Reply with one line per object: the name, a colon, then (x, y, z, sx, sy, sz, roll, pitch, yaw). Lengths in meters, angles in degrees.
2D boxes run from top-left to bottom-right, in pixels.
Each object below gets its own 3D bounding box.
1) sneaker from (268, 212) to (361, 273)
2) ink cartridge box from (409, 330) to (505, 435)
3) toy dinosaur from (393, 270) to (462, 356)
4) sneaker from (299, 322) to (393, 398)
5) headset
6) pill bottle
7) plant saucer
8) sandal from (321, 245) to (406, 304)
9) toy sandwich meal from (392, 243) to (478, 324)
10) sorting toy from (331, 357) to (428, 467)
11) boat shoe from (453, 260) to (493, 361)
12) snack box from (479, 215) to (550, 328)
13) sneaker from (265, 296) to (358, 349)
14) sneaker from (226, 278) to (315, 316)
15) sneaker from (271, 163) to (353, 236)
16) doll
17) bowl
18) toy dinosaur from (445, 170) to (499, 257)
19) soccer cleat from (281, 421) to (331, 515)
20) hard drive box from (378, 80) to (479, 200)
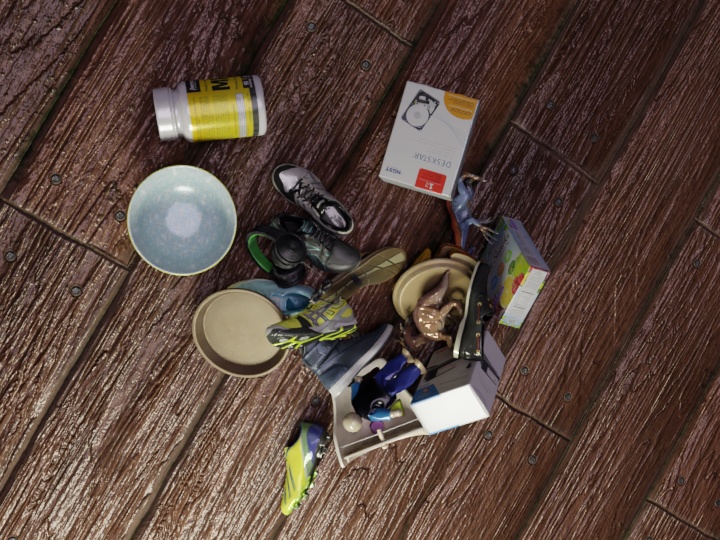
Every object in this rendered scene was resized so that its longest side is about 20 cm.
sneaker: (-0.091, -0.056, 1.388, 0.198, 0.079, 0.076, 22, 67, -2)
ink cartridge box: (0.203, 0.226, 1.434, 0.144, 0.200, 0.085, -26, 105, 30)
toy dinosaur: (0.137, 0.098, 1.433, 0.134, 0.086, 0.202, 7, 119, 7)
sneaker: (-0.035, 0.142, 1.448, 0.146, 0.077, 0.202, 44, 60, 7)
headset: (-0.145, -0.008, 1.355, 0.199, 0.124, 0.094, 27, 53, 17)
pill bottle: (-0.283, -0.302, 1.320, 0.198, 0.114, 0.116, -9, 98, -14)
plant saucer: (-0.234, 0.121, 1.384, 0.198, 0.030, 0.202, 2, 115, 4)
sandal: (0.000, 0.000, 1.454, 0.199, 0.054, 0.081, -29, 135, 3)
toy sandwich meal: (0.161, 0.032, 1.480, 0.203, 0.071, 0.207, -3, 128, -4)
sorting toy: (0.023, 0.287, 1.473, 0.198, 0.107, 0.182, -19, 86, -6)
boat shoe: (0.235, 0.081, 1.391, 0.062, 0.074, 0.203, 8, 74, 18)
snack box: (0.306, 0.000, 1.435, 0.052, 0.201, 0.143, 14, 120, -16)
sneaker: (-0.100, 0.100, 1.358, 0.199, 0.075, 0.077, -6, 67, -39)
sneaker: (-0.175, 0.055, 1.401, 0.198, 0.082, 0.075, -3, 96, -14)
sneaker: (-0.088, -0.145, 1.400, 0.199, 0.088, 0.076, 37, 88, -13)
doll: (0.043, 0.251, 1.419, 0.200, 0.136, 0.049, -41, 140, -11)
bowl: (-0.337, -0.097, 1.331, 0.198, 0.108, 0.202, -1, 96, -13)
toy dinosaur: (0.218, -0.118, 1.506, 0.199, 0.105, 0.183, 24, 101, 19)
soccer cleat: (-0.130, 0.412, 1.471, 0.083, 0.065, 0.202, 23, 95, 14)
hard drive box: (0.141, -0.262, 1.424, 0.154, 0.077, 0.202, 16, 92, 9)
